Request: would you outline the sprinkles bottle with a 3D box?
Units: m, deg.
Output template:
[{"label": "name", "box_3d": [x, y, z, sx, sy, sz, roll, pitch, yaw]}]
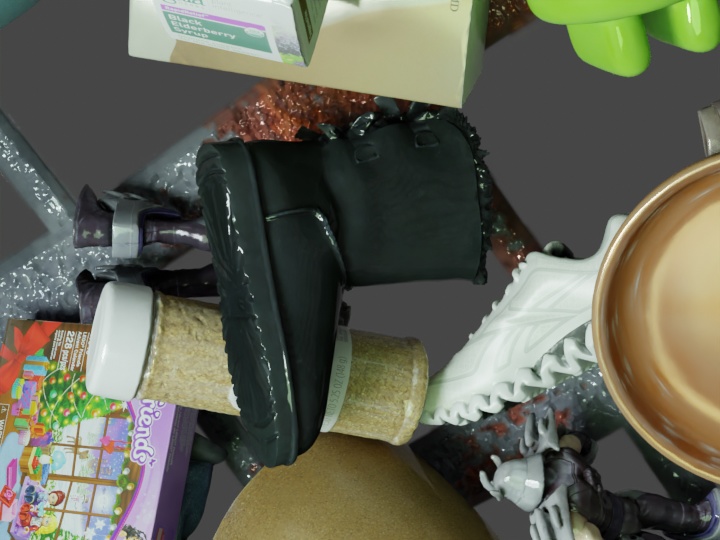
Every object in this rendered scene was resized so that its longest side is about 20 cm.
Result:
[{"label": "sprinkles bottle", "box_3d": [-0.061, 0.056, 0.984, 0.199, 0.068, 0.069, 11, 118, -14]}]

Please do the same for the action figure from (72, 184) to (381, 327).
[{"label": "action figure", "box_3d": [-0.077, -0.011, 1.019, 0.198, 0.069, 0.131, 2, 109, -1]}]

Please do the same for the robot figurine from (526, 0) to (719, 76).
[{"label": "robot figurine", "box_3d": [0.129, -0.205, 0.847, 0.174, 0.116, 0.201, -18, 109, -7]}]

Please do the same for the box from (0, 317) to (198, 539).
[{"label": "box", "box_3d": [-0.181, 0.134, 1.051, 0.136, 0.039, 0.202, 3, 73, 19]}]

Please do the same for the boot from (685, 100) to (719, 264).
[{"label": "boot", "box_3d": [0.252, -0.006, 0.922, 0.145, 0.070, 0.202, 0, 97, 1]}]

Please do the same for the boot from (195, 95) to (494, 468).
[{"label": "boot", "box_3d": [0.000, 0.001, 0.940, 0.161, 0.073, 0.200, -9, 88, -23]}]

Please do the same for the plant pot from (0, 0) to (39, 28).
[{"label": "plant pot", "box_3d": [-0.219, -0.221, 0.906, 0.134, 0.200, 0.202, -15, 115, -18]}]

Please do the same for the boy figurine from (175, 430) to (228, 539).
[{"label": "boy figurine", "box_3d": [-0.158, 0.198, 1.078, 0.124, 0.064, 0.201, 15, 77, 24]}]

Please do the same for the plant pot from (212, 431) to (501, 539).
[{"label": "plant pot", "box_3d": [0.035, 0.216, 0.979, 0.199, 0.186, 0.188, 27, 126, 44]}]

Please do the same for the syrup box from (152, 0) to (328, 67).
[{"label": "syrup box", "box_3d": [-0.042, -0.215, 0.845, 0.078, 0.081, 0.201, 13, 76, 8]}]

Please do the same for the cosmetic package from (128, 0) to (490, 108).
[{"label": "cosmetic package", "box_3d": [-0.027, -0.163, 0.931, 0.198, 0.071, 0.106, 9, 116, 10]}]

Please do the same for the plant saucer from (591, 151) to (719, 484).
[{"label": "plant saucer", "box_3d": [0.226, 0.025, 0.888, 0.199, 0.037, 0.202, 5, 112, 13]}]

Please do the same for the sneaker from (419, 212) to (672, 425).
[{"label": "sneaker", "box_3d": [0.108, 0.033, 0.996, 0.199, 0.075, 0.081, -29, 86, 26]}]

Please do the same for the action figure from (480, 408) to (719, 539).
[{"label": "action figure", "box_3d": [0.159, 0.156, 0.991, 0.199, 0.131, 0.069, 22, 135, -17]}]
